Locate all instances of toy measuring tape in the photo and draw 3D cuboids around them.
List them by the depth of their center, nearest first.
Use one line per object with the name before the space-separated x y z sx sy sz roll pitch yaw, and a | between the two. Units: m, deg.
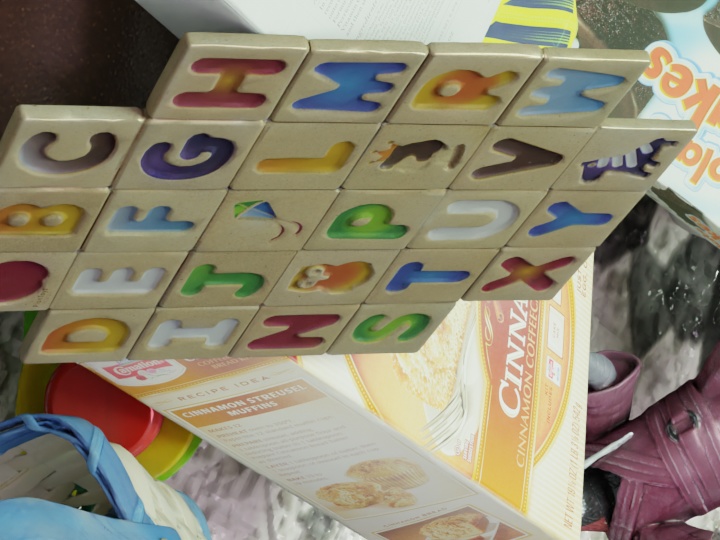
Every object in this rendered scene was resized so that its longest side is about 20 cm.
toy measuring tape | -0.088 0.080 0.842 0.073 0.073 0.200 -4 102 -44

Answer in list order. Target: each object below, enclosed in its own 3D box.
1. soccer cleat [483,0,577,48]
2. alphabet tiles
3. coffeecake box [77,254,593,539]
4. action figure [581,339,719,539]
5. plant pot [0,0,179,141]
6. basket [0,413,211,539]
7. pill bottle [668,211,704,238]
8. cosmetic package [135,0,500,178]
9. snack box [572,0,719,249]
soccer cleat | 0.027 -0.082 0.780 0.200 0.065 0.084 -58 145 -52
alphabet tiles | -0.012 -0.015 0.663 0.200 0.166 0.006 0 61 -25
coffeecake box | 0.000 0.000 0.847 0.200 0.073 0.154 36 50 -42
action figure | 0.151 0.069 1.037 0.134 0.200 0.149 68 11 13
plant pot | -0.098 -0.131 0.690 0.200 0.200 0.199 -7 106 -43
basket | -0.128 0.128 0.724 0.176 0.139 0.200 -33 165 13
pill bottle | 0.193 -0.117 1.039 0.111 0.111 0.200 -13 110 -42
cosmetic package | 0.008 -0.145 0.629 0.200 0.052 0.151 -65 152 -9
snack box | 0.158 -0.074 0.957 0.200 0.037 0.116 36 83 -5
